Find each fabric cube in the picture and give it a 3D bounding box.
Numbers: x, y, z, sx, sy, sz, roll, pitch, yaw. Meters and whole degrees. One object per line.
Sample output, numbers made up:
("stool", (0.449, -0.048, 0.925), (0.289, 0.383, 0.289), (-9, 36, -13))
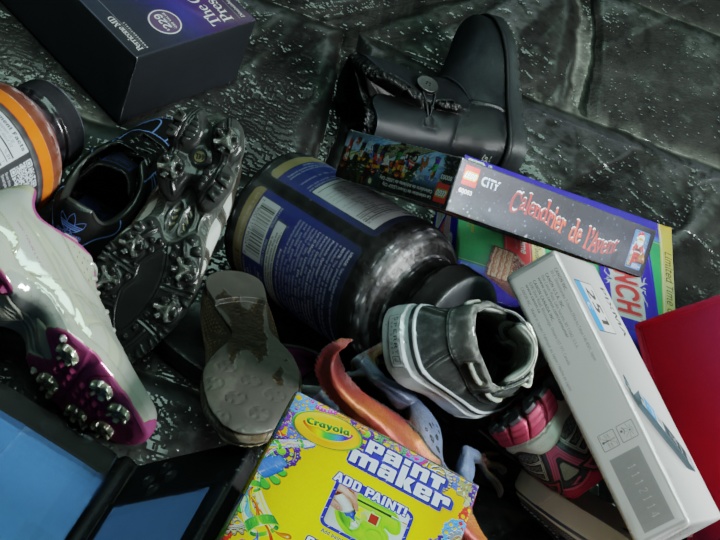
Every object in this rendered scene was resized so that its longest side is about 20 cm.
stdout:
("fabric cube", (0.358, 0.102, 1.070), (0.198, 0.196, 0.202), (-7, 81, -32))

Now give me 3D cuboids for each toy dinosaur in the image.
("toy dinosaur", (0.031, 0.150, 0.950), (0.182, 0.105, 0.200), (54, 10, 16))

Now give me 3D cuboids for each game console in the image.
("game console", (-0.185, 0.151, 0.856), (0.117, 0.175, 0.201), (57, 37, -23))

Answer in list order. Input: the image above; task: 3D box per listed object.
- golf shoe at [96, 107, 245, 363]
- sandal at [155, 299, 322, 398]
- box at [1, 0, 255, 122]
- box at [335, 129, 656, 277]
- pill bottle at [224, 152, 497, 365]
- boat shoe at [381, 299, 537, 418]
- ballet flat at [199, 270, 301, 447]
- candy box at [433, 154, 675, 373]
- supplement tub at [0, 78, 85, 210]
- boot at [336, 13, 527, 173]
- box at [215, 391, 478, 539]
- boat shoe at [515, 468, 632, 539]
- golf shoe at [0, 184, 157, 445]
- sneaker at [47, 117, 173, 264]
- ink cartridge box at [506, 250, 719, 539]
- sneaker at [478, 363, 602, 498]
("golf shoe", (-0.137, -0.016, 1.054), (0.077, 0.095, 0.201), (28, 82, 5))
("sandal", (-0.061, 0.079, 1.041), (0.199, 0.048, 0.075), (30, 42, 5))
("box", (-0.212, -0.236, 1.259), (0.141, 0.079, 0.200), (-29, 65, -39))
("box", (0.099, -0.048, 1.046), (0.199, 0.038, 0.136), (17, 3, -36))
("pill bottle", (0.000, 0.000, 1.061), (0.111, 0.113, 0.199), (-21, 41, -39))
("boat shoe", (0.082, 0.059, 0.940), (0.200, 0.070, 0.073), (14, 74, -64))
("ballet flat", (-0.080, 0.064, 0.965), (0.067, 0.047, 0.200), (3, 27, -14))
("candy box", (0.159, 0.012, 1.196), (0.198, 0.077, 0.170), (20, 42, -10))
("supplement tub", (-0.288, -0.069, 1.032), (0.107, 0.107, 0.200), (37, 42, 12))
("boot", (0.062, -0.180, 1.336), (0.166, 0.077, 0.202), (12, 50, -21))
("box", (-0.046, 0.215, 0.800), (0.121, 0.201, 0.193), (26, 43, 1))
("boat shoe", (0.163, 0.217, 1.002), (0.074, 0.094, 0.200), (19, 8, -35))
("golf shoe", (-0.196, 0.026, 0.972), (0.201, 0.075, 0.092), (51, 45, -11))
("sneaker", (-0.178, -0.071, 1.109), (0.070, 0.078, 0.201), (26, 42, 0))
("ink cartridge box", (0.188, 0.091, 1.011), (0.176, 0.044, 0.202), (15, 48, -64))
("sneaker", (0.140, 0.116, 1.054), (0.075, 0.080, 0.200), (50, 14, 2))
